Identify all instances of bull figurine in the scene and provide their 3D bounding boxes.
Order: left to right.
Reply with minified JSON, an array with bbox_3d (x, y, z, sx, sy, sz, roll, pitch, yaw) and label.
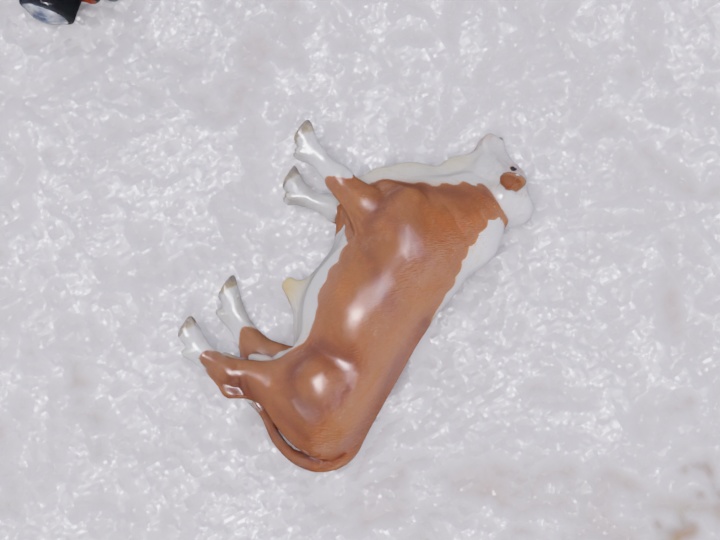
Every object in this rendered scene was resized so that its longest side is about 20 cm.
[{"bbox_3d":[0.000,0.000,1.102,0.121,0.065,0.201,30,81,8],"label":"bull figurine"}]

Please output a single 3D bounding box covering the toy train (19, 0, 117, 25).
[{"bbox_3d":[-0.131,-0.226,1.107,0.085,0.114,0.201,20,82,3],"label":"toy train"}]
